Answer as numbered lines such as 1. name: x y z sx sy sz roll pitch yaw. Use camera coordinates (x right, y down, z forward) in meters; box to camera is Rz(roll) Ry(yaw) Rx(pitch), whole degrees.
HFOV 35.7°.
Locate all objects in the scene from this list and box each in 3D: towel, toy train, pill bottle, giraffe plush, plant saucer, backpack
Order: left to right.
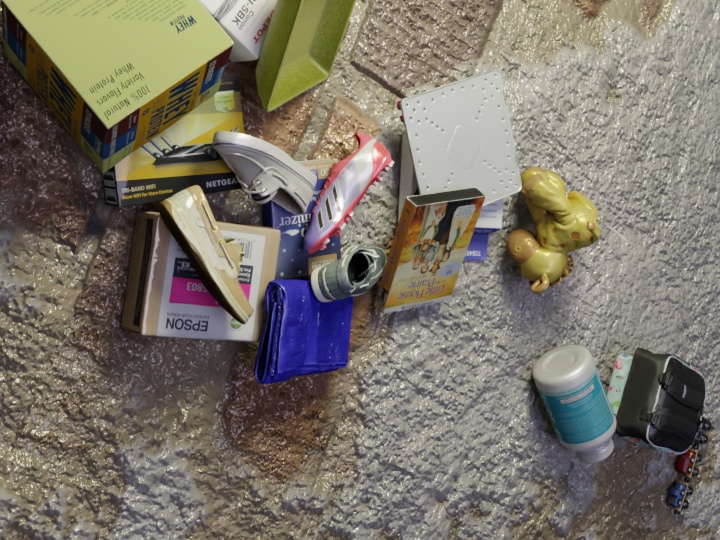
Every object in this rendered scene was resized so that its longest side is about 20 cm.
1. plant saucer: -0.075 -0.338 1.541 0.200 0.048 0.201 -43 159 -56
2. towel: -0.074 0.086 1.632 0.199 0.049 0.150 -3 104 -59
3. giraffe plush: 0.315 -0.053 1.871 0.163 0.200 0.172 -54 158 20
4. pill bottle: 0.385 0.241 1.978 0.110 0.110 0.202 -36 115 -25
5. backpack: 0.548 0.245 2.065 0.199 0.150 0.180 21 82 -40
6. toy train: 0.652 0.387 2.228 0.045 0.034 0.202 20 85 -31

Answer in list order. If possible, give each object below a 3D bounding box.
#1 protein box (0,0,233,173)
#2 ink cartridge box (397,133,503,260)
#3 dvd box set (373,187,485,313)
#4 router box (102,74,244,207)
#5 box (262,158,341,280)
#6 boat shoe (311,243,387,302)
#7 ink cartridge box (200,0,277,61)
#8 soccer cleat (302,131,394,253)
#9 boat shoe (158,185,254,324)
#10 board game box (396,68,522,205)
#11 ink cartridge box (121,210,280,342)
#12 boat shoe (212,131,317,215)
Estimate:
1. protein box: -0.299 -0.273 1.375 0.198 0.135 0.200 -39 86 -23
2. ink cartridge box: 0.148 -0.115 1.808 0.198 0.040 0.203 -1 97 -34
3. dvd box set: 0.107 -0.031 1.740 0.145 0.029 0.202 -10 130 -36
4. router box: -0.254 -0.179 1.516 0.198 0.052 0.159 -13 103 -33
5. box: -0.086 -0.060 1.662 0.120 0.032 0.203 -10 103 -33
6. boat shoe: 0.000 0.000 1.666 0.200 0.061 0.074 -25 97 -59
7. ink cartridge box: -0.184 -0.403 1.513 0.200 0.083 0.148 41 74 -31
8. soccer cleat: -0.031 -0.113 1.645 0.076 0.067 0.201 39 76 -1
9. boat shoe: -0.188 -0.021 1.480 0.066 0.074 0.201 -37 116 -18
10. board game box: 0.157 -0.195 1.762 0.198 0.026 0.202 -22 107 -29
11. ink cartridge box: -0.219 0.011 1.554 0.198 0.075 0.167 5 93 -36
12. boat shoe: -0.133 -0.128 1.538 0.199 0.070 0.071 30 68 -54
